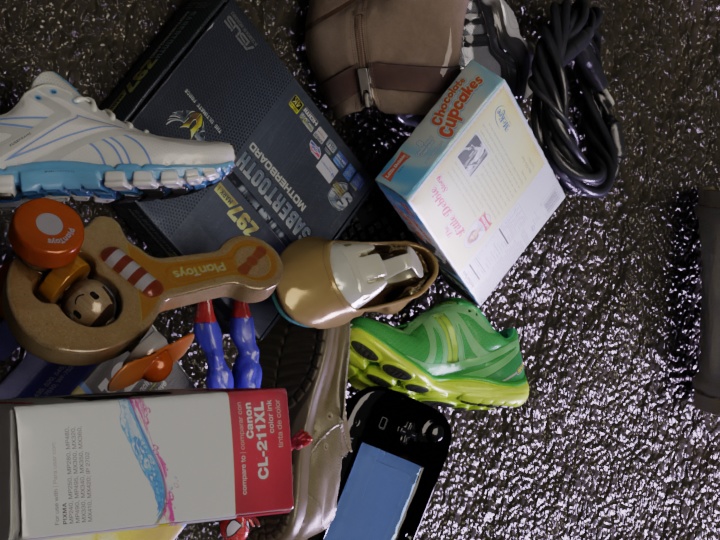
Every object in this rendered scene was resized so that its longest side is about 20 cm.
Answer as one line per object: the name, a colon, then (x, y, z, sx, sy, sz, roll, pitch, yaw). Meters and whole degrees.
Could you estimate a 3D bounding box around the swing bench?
swing bench: (0.381, 0.024, 1.836, 0.199, 0.129, 0.200, -3, 96, -37)

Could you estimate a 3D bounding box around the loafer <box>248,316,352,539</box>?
loafer: (-0.044, 0.107, 1.488, 0.067, 0.076, 0.201, 25, 72, -53)

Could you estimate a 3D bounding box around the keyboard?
keyboard: (0.050, -0.041, 1.596, 0.200, 0.021, 0.128, -36, 116, -34)

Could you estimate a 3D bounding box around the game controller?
game controller: (0.000, 0.190, 1.542, 0.104, 0.042, 0.201, 26, 83, -42)

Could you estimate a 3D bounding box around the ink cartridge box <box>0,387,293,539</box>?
ink cartridge box: (-0.164, 0.120, 1.272, 0.199, 0.145, 0.083, -1, 88, -38)

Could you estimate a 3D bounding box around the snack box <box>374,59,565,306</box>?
snack box: (0.088, -0.062, 1.529, 0.116, 0.037, 0.200, -51, 151, -8)

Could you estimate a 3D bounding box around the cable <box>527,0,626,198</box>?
cable: (0.180, -0.141, 1.631, 0.200, 0.051, 0.164, 2, 87, -70)

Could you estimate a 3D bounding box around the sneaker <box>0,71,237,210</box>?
sneaker: (-0.180, -0.087, 1.305, 0.199, 0.075, 0.087, -2, 82, -10)

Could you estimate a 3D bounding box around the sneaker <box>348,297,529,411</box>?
sneaker: (0.052, 0.061, 1.581, 0.199, 0.074, 0.084, 16, 69, -43)

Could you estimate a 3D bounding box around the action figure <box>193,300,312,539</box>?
action figure: (-0.073, 0.098, 1.388, 0.065, 0.099, 0.201, -8, 105, -39)

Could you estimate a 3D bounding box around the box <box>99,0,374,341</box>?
box: (-0.095, -0.072, 1.436, 0.158, 0.051, 0.200, -53, 124, -21)

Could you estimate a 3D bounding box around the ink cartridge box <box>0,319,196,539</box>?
ink cartridge box: (-0.195, 0.125, 1.370, 0.198, 0.047, 0.200, -50, 126, -27)

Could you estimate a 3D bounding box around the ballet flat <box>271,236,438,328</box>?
ballet flat: (0.000, 0.000, 1.451, 0.200, 0.063, 0.069, -10, 79, -67)

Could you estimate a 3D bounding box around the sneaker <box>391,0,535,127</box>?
sneaker: (0.060, -0.178, 1.554, 0.114, 0.075, 0.200, -55, 127, -27)

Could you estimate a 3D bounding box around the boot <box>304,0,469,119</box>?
boot: (0.052, -0.188, 1.479, 0.070, 0.199, 0.147, -19, 102, -66)

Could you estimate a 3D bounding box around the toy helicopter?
toy helicopter: (-0.134, 0.018, 1.305, 0.199, 0.079, 0.133, -11, 56, -33)
